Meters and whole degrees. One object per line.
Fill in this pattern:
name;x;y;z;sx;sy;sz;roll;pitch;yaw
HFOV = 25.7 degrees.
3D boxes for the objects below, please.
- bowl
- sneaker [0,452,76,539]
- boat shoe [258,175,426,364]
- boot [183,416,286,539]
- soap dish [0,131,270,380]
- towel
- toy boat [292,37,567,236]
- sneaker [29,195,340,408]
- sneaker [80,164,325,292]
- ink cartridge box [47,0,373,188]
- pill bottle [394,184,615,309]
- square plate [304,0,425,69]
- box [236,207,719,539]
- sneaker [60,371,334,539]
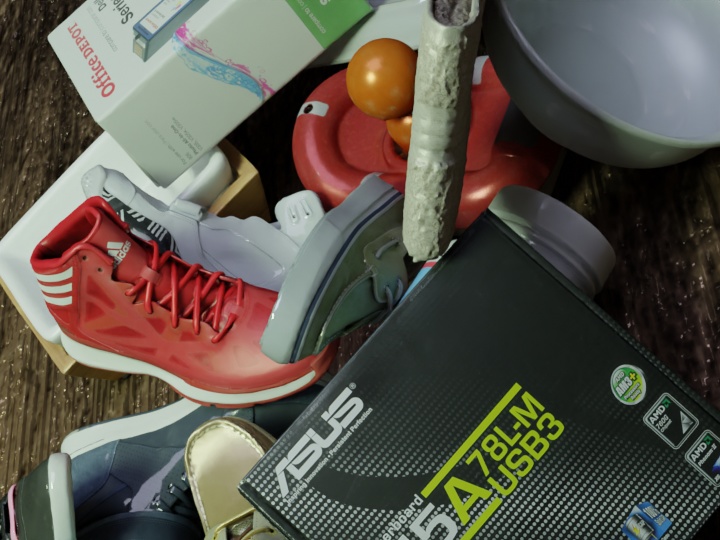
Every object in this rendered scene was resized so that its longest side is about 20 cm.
bowl;0.151;-0.135;0.966;0.091;0.199;0.203;125;157;-51
sneaker;-0.232;0.171;0.980;0.200;0.098;0.071;121;149;-53
boat shoe;0.000;0.000;0.934;0.072;0.062;0.200;-66;-7;32
boot;-0.066;0.156;0.854;0.072;0.155;0.201;-34;65;12
soap dish;-0.169;-0.026;1.177;0.200;0.081;0.157;-46;42;-2
towel;0.049;-0.102;0.870;0.034;0.134;0.200;5;27;3
toy boat;0.035;-0.102;1.039;0.198;0.131;0.131;1;58;39
sneaker;-0.117;0.018;0.955;0.198;0.116;0.079;2;55;21
sneaker;-0.091;-0.021;1.071;0.200;0.075;0.115;43;75;8
ink cartridge box;-0.112;-0.177;1.130;0.200;0.088;0.146;-41;40;4
pill bottle;0.062;0.055;0.909;0.108;0.109;0.201;20;71;45
square plate;0.035;-0.219;1.166;0.197;0.029;0.200;-4;37;37
box;0.071;0.104;0.817;0.193;0.048;0.200;43;79;6
sneaker;-0.097;0.149;0.986;0.201;0.077;0.147;-22;50;18
